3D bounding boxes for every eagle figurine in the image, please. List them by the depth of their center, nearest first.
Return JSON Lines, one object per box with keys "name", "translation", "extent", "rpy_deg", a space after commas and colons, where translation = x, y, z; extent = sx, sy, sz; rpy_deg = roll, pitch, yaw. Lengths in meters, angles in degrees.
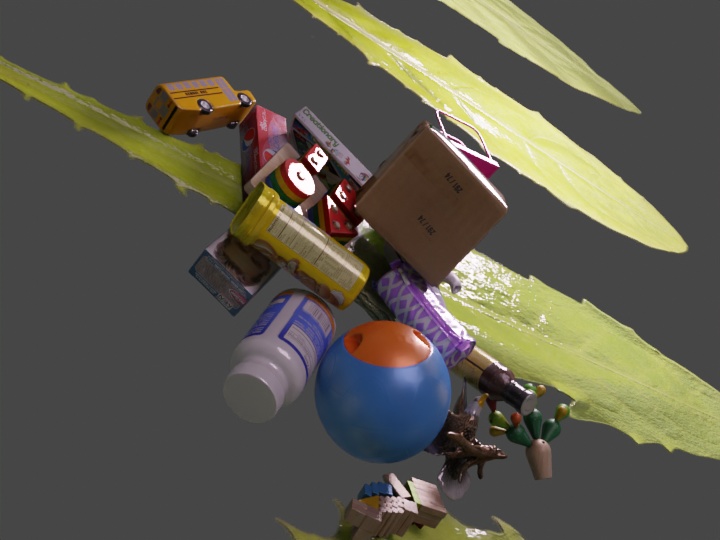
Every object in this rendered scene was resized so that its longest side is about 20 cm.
{"name": "eagle figurine", "translation": [0.151, 0.248, 1.393], "extent": [0.200, 0.149, 0.154], "rpy_deg": [40, -29, 59]}

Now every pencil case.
{"name": "pencil case", "translation": [0.109, 0.072, 1.445], "extent": [0.083, 0.086, 0.201], "rpy_deg": [-28, 67, -29]}

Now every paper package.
{"name": "paper package", "translation": [0.116, -0.111, 1.432], "extent": [0.200, 0.191, 0.104], "rpy_deg": [43, 11, -10]}

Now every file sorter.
{"name": "file sorter", "translation": [0.154, -0.206, 1.764], "extent": [0.137, 0.200, 0.127], "rpy_deg": [18, 40, -34]}

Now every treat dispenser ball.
{"name": "treat dispenser ball", "translation": [0.032, 0.175, 1.247], "extent": [0.199, 0.201, 0.203], "rpy_deg": [27, 38, -24]}

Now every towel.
{"name": "towel", "translation": [0.000, 0.000, 1.535], "extent": [0.200, 0.036, 0.149], "rpy_deg": [42, 34, -5]}

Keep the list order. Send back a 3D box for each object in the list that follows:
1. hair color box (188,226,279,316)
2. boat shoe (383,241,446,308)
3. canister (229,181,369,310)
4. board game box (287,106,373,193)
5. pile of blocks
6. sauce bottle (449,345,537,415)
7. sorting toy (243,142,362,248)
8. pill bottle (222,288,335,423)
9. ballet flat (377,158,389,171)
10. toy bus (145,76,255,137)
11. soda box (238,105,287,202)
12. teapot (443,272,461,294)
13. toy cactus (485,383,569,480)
{"name": "hair color box", "translation": [-0.173, -0.025, 1.355], "extent": [0.100, 0.060, 0.200], "rpy_deg": [44, 35, -4]}
{"name": "boat shoe", "translation": [0.112, 0.022, 1.540], "extent": [0.071, 0.071, 0.203], "rpy_deg": [-20, 87, -57]}
{"name": "canister", "translation": [-0.090, -0.035, 1.286], "extent": [0.199, 0.087, 0.149], "rpy_deg": [36, 2, -14]}
{"name": "board game box", "translation": [-0.056, -0.184, 1.566], "extent": [0.034, 0.127, 0.200], "rpy_deg": [-37, 77, -29]}
{"name": "pile of blocks", "translation": [0.036, 0.339, 1.217], "extent": [0.198, 0.063, 0.082], "rpy_deg": [10, 29, -46]}
{"name": "sauce bottle", "translation": [0.219, 0.182, 1.482], "extent": [0.064, 0.066, 0.199], "rpy_deg": [10, 18, -40]}
{"name": "sorting toy", "translation": [-0.075, -0.115, 1.437], "extent": [0.201, 0.069, 0.199], "rpy_deg": [50, 27, -12]}
{"name": "pill bottle", "translation": [-0.116, 0.121, 1.222], "extent": [0.112, 0.112, 0.201], "rpy_deg": [41, 35, -6]}
{"name": "ballet flat", "translation": [0.091, -0.109, 1.522], "extent": [0.202, 0.072, 0.073], "rpy_deg": [58, 32, -13]}
{"name": "toy bus", "translation": [-0.274, -0.289, 1.510], "extent": [0.079, 0.065, 0.199], "rpy_deg": [50, 35, 9]}
{"name": "soda box", "translation": [-0.169, -0.199, 1.532], "extent": [0.069, 0.063, 0.202], "rpy_deg": [21, 42, -31]}
{"name": "teapot", "translation": [0.147, -0.093, 1.627], "extent": [0.198, 0.145, 0.201], "rpy_deg": [-51, 121, -33]}
{"name": "toy cactus", "translation": [0.300, 0.287, 1.537], "extent": [0.198, 0.101, 0.168], "rpy_deg": [8, 68, -45]}
